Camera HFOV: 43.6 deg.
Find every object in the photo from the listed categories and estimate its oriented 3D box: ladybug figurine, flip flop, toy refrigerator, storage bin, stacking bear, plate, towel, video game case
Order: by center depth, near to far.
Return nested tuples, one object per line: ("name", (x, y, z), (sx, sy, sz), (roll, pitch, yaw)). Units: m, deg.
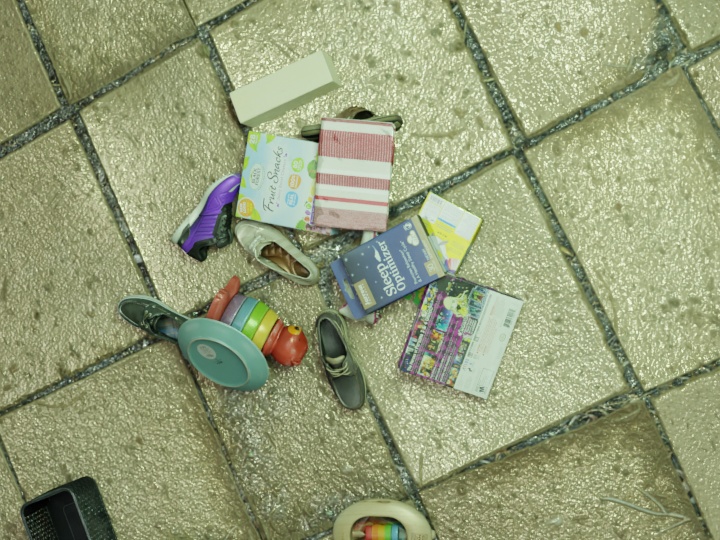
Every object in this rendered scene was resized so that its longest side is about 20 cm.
("towel", (-0.012, -0.176, 1.664), (0.142, 0.023, 0.203), (6, 99, 9))
("video game case", (0.185, 0.118, 1.671), (0.179, 0.036, 0.202), (18, 99, -6))
("flip flop", (-0.018, -0.282, 1.710), (0.197, 0.081, 0.058), (-3, 78, 18))
("toy refrigerator", (-0.144, -0.350, 1.728), (0.198, 0.076, 0.071), (-23, 88, 13))
("ladybug figurine", (0.047, 0.502, 1.729), (0.197, 0.072, 0.138), (2, 93, 13))
("plate", (-0.271, 0.172, 1.746), (0.198, 0.026, 0.202), (16, 138, 15))
("stacking bear", (-0.194, 0.116, 1.750), (0.198, 0.122, 0.115), (28, 113, 2))
("storage bin", (-0.598, 0.548, 1.868), (0.134, 0.094, 0.202), (-22, 87, 13))

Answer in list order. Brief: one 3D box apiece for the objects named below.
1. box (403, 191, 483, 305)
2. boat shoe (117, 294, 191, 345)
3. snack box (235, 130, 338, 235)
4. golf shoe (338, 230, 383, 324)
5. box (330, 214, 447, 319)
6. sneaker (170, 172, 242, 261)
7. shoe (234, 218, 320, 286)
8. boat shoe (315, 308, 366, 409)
("box", (0.137, -0.033, 1.696), (0.116, 0.048, 0.202), (29, 97, 9))
("boat shoe", (-0.408, 0.101, 1.820), (0.198, 0.057, 0.069), (20, 97, 11))
("snack box", (-0.129, -0.168, 1.738), (0.197, 0.068, 0.171), (11, 96, 14))
("golf shoe", (0.000, 0.000, 1.716), (0.090, 0.075, 0.203), (3, 92, 16))
("box", (0.046, -0.002, 1.646), (0.199, 0.032, 0.122), (-28, 84, 18))
("sneaker", (-0.279, -0.099, 1.776), (0.100, 0.069, 0.200), (45, 110, 8))
("shoe", (-0.166, -0.038, 1.760), (0.199, 0.053, 0.070), (33, 99, 9))
("boat shoe", (-0.047, 0.176, 1.733), (0.074, 0.073, 0.202), (-21, 88, 13))
